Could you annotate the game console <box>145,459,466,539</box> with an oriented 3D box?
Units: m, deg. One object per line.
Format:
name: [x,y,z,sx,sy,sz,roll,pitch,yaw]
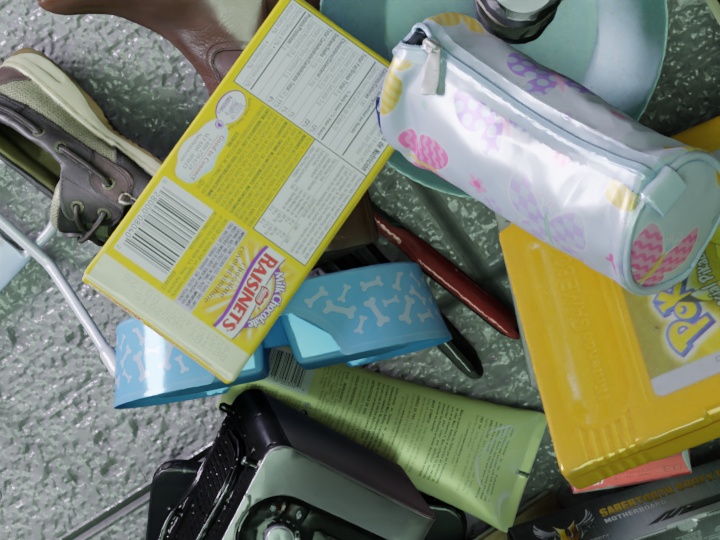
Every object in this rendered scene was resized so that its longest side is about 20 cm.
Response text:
game console: [-0.044,0.229,1.482,0.199,0.116,0.176,8,118,0]

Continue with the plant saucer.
plant saucer: [0.076,-0.142,1.381,0.200,0.039,0.202,0,96,0]

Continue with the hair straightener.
hair straightener: [0.000,0.000,1.445,0.200,0.041,0.077,39,106,-9]

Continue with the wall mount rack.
wall mount rack: [-0.240,0.033,1.454,0.174,0.075,0.200,43,107,-10]

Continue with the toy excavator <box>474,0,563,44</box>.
toy excavator: [0.099,-0.252,1.308,0.194,0.100,0.200,-34,88,1]

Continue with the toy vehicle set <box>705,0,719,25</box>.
toy vehicle set: [0.255,-0.168,1.337,0.124,0.027,0.200,-30,79,11]

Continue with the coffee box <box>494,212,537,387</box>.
coffee box: [0.186,-0.013,1.408,0.199,0.080,0.115,-10,107,7]

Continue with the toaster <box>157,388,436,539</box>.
toaster: [-0.057,0.178,1.383,0.118,0.200,0.181,28,93,-12]

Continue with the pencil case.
pencil case: [0.100,-0.065,1.271,0.083,0.200,0.091,-37,141,-23]

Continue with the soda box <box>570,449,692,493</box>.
soda box: [0.152,0.090,1.379,0.070,0.200,0.064,-11,85,7]

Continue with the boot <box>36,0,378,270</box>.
boot: [-0.091,-0.087,1.393,0.186,0.064,0.201,-6,98,3]

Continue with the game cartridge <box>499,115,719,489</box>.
game cartridge: [0.180,0.003,1.264,0.200,0.177,0.032,-22,144,13]

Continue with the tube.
tube: [0.011,0.094,1.472,0.199,0.052,0.058,19,126,-3]

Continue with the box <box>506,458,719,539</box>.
box: [0.200,0.198,1.452,0.199,0.048,0.159,-18,123,-5]

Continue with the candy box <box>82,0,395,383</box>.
candy box: [-0.057,-0.047,1.331,0.102,0.026,0.200,36,78,-6]

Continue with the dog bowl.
dog bowl: [-0.049,0.037,1.386,0.199,0.111,0.050,-12,84,0]

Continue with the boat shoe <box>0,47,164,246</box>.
boat shoe: [-0.154,-0.045,1.386,0.066,0.072,0.201,-38,70,-24]

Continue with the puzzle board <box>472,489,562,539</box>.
puzzle board: [0.096,0.260,1.498,0.151,0.017,0.200,-30,108,-27]
